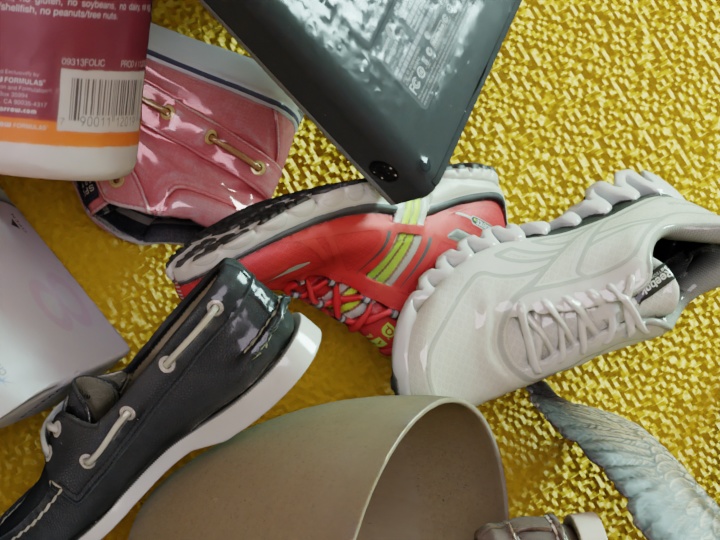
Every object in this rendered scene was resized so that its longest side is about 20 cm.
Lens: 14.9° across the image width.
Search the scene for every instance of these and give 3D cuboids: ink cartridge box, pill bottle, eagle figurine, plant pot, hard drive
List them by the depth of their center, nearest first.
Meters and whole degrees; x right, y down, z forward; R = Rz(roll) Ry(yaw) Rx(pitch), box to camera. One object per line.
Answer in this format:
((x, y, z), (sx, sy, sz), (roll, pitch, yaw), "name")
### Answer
((-0.147, -0.146, 1.232), (0.114, 0.114, 0.201), (5, 96, -8), "pill bottle")
((-0.198, -0.001, 1.236), (0.057, 0.200, 0.163), (-39, 86, 11), "ink cartridge box")
((-0.031, 0.148, 1.244), (0.134, 0.200, 0.201), (7, 74, 23), "plant pot")
((-0.014, -0.147, 1.249), (0.200, 0.033, 0.140), (46, 51, -28), "hard drive")
((0.172, 0.118, 1.296), (0.150, 0.152, 0.201), (-21, 70, 28), "eagle figurine")

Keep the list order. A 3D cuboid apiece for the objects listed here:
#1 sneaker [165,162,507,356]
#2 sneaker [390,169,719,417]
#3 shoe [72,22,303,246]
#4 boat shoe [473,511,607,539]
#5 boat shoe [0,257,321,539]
((0.000, 0.000, 1.299), (0.199, 0.077, 0.085), (-12, 89, -39), "sneaker")
((0.099, 0.013, 1.306), (0.200, 0.081, 0.075), (-30, 122, -30), "sneaker")
((-0.130, -0.074, 1.324), (0.199, 0.071, 0.091), (18, 72, -8), "shoe")
((0.078, 0.208, 1.269), (0.059, 0.072, 0.201), (-1, 106, -12), "boat shoe")
((-0.107, 0.068, 1.242), (0.200, 0.076, 0.060), (-41, 106, 18), "boat shoe")
